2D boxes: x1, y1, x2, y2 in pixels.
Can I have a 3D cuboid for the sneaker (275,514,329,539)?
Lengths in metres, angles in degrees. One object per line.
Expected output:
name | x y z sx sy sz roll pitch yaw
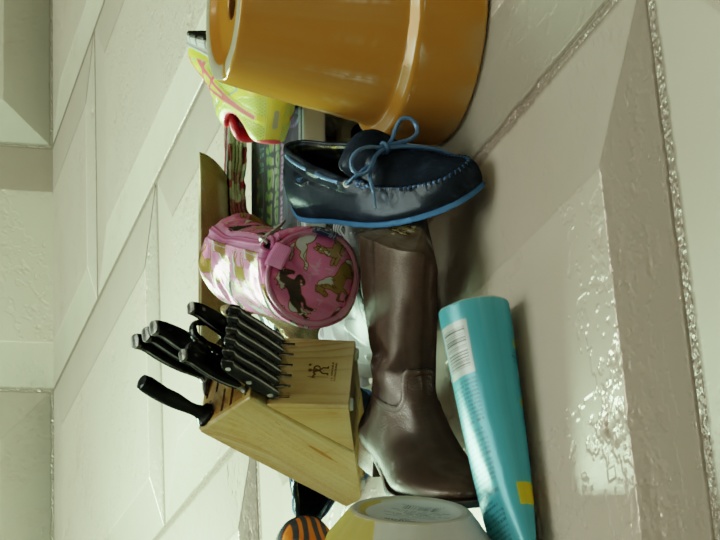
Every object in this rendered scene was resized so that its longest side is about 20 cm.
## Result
sneaker | -0.016 0.297 1.615 0.112 0.078 0.200 137 123 -61

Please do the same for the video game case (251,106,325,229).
video game case | -0.066 -0.109 1.693 0.182 0.023 0.200 175 94 -73

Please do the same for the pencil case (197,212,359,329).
pencil case | -0.070 -0.002 1.550 0.200 0.083 0.087 -170 72 -70

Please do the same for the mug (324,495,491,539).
mug | 0.015 0.238 1.294 0.149 0.186 0.153 -164 75 -64

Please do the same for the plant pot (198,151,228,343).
plant pot | -0.136 -0.009 1.753 0.200 0.027 0.200 180 90 -85

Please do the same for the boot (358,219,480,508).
boot | 0.046 0.064 1.401 0.186 0.064 0.200 19 108 61

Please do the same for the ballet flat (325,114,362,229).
ballet flat | -0.011 -0.115 1.682 0.067 0.068 0.200 -31 59 46

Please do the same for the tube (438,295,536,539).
tube | 0.093 0.119 1.315 0.077 0.050 0.200 105 158 -71

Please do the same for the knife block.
knife block | -0.087 0.105 1.499 0.200 0.175 0.064 83 -169 -52

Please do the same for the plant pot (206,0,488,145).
plant pot | -0.020 -0.204 1.496 0.200 0.183 0.200 -177 90 -73

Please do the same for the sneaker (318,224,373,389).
sneaker | 0.000 0.000 1.582 0.115 0.075 0.200 113 151 -42

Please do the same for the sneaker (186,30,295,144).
sneaker | -0.106 -0.159 1.659 0.200 0.078 0.090 -137 48 -66

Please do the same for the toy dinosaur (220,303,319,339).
toy dinosaur | -0.042 0.062 1.702 0.101 0.200 0.058 20 76 38

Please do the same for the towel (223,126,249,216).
towel | -0.117 -0.078 1.807 0.144 0.023 0.200 100 169 -56

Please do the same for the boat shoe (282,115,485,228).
boat shoe | 0.004 -0.073 1.459 0.200 0.084 0.069 -3 113 42

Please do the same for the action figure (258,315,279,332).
action figure | -0.083 0.073 1.843 0.130 0.069 0.200 53 146 44

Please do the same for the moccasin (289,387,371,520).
moccasin | -0.022 0.162 1.646 0.200 0.080 0.068 96 -177 -58
